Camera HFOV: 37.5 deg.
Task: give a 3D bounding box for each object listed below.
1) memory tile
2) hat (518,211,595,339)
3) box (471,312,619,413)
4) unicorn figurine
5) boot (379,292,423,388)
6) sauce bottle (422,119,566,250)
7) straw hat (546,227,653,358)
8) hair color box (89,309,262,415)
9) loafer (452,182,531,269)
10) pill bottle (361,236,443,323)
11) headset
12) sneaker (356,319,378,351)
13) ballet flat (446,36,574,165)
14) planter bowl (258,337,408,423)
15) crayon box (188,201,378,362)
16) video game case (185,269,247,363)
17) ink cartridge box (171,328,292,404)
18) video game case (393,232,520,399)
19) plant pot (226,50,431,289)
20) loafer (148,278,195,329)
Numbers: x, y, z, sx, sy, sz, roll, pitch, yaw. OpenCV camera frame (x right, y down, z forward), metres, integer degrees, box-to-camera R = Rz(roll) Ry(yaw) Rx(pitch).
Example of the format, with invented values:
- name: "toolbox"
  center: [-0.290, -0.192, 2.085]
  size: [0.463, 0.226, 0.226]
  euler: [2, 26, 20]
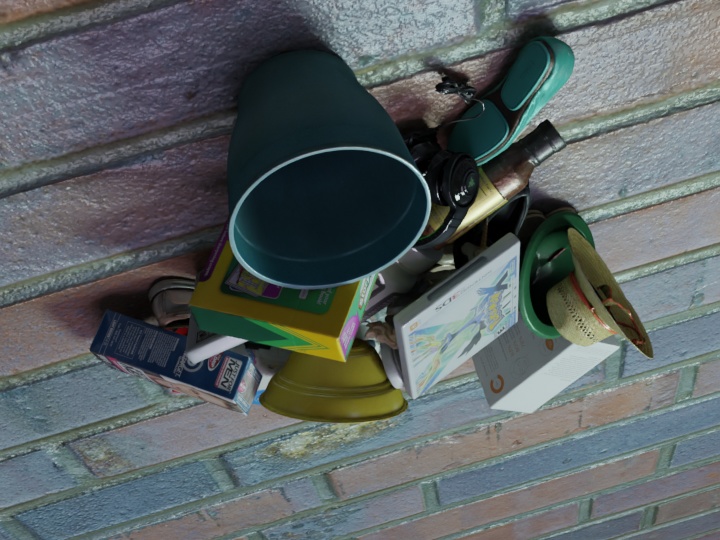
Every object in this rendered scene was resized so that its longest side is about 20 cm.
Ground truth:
- name: "memory tile"
  center: [0.192, -0.033, 1.471]
  size: [0.200, 0.017, 0.153]
  euler: [-5, 145, -19]
- name: "hat"
  center: [0.214, 0.005, 1.495]
  size: [0.165, 0.176, 0.200]
  euler: [-4, 103, -41]
- name: "box"
  center: [0.275, 0.113, 1.620]
  size: [0.097, 0.125, 0.200]
  euler: [13, 137, -37]
- name: "unicorn figurine"
  center: [0.099, 0.027, 1.367]
  size: [0.074, 0.137, 0.200]
  euler: [35, 82, -29]
- name: "boot"
  center: [0.089, 0.080, 1.441]
  size: [0.095, 0.200, 0.074]
  euler: [-21, 114, 20]
- name: "sauce bottle"
  center: [0.154, -0.104, 1.264]
  size: [0.200, 0.066, 0.066]
  euler: [-36, 143, 10]
- name: "straw hat"
  center: [0.294, 0.050, 1.393]
  size: [0.085, 0.201, 0.201]
  euler: [-34, 143, 21]
- name: "hair color box"
  center: [-0.234, 0.119, 1.355]
  size: [0.200, 0.061, 0.100]
  euler: [17, 164, 10]
- name: "loafer"
  center: [0.168, -0.048, 1.360]
  size: [0.068, 0.070, 0.201]
  euler: [-3, 137, -19]
- name: "pill bottle"
  center: [0.000, 0.000, 1.345]
  size: [0.200, 0.114, 0.114]
  euler: [-35, 142, 26]
- name: "headset"
  center: [0.076, -0.121, 1.204]
  size: [0.094, 0.123, 0.200]
  euler: [4, 118, -53]
- name: "sneaker"
  center: [-0.014, 0.142, 1.583]
  size: [0.073, 0.071, 0.200]
  euler: [-10, 146, -10]
- name: "ballet flat"
  center: [0.177, -0.185, 1.203]
  size: [0.070, 0.067, 0.200]
  euler: [-8, 150, -39]
- name: "planter bowl"
  center: [-0.034, 0.135, 1.410]
  size: [0.200, 0.200, 0.084]
  euler: [-1, 100, -23]
- name: "crayon box"
  center: [-0.069, -0.012, 1.165]
  size: [0.172, 0.200, 0.058]
  euler: [12, 148, 15]
- name: "video game case"
  center: [-0.112, 0.017, 1.269]
  size: [0.200, 0.182, 0.024]
  euler: [-24, 119, 10]
- name: "ink cartridge box"
  center: [-0.189, 0.123, 1.481]
  size: [0.200, 0.067, 0.116]
  euler: [14, 136, -37]
- name: "video game case"
  center: [0.124, 0.061, 1.321]
  size: [0.182, 0.022, 0.200]
  euler: [-35, 151, -14]
- name: "plant pot"
  center: [-0.049, -0.115, 1.083]
  size: [0.200, 0.188, 0.200]
  euler: [-10, 141, -8]
- name: "loafer"
  center: [-0.181, 0.058, 1.394]
  size: [0.200, 0.063, 0.072]
  euler: [7, 139, -31]
